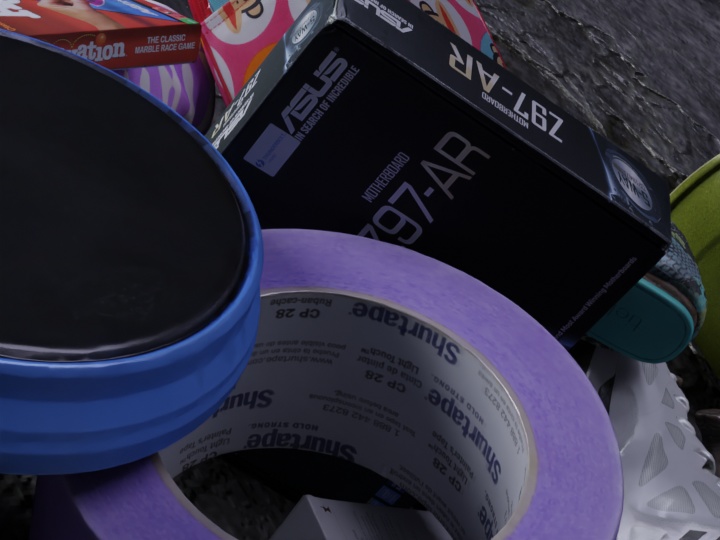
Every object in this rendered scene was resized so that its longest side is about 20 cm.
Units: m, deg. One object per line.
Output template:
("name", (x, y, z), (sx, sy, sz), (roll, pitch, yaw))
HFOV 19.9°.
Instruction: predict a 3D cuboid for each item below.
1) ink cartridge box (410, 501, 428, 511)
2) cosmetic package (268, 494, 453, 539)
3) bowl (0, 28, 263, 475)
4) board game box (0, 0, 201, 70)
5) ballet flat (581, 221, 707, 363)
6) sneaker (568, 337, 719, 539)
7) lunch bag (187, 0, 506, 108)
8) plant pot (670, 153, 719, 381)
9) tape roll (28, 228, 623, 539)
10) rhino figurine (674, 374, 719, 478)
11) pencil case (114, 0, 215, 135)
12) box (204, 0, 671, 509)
("ink cartridge box", (0.055, 0.089, 0.929), (0.200, 0.039, 0.099), (48, 28, 17))
("cosmetic package", (0.031, 0.178, 0.750), (0.082, 0.051, 0.201), (15, 36, -40))
("bowl", (-0.125, -0.017, 0.672), (0.199, 0.040, 0.201), (16, 34, -11))
("board game box", (-0.170, -0.119, 0.853), (0.199, 0.020, 0.102), (26, 26, 38))
("ballet flat", (0.057, -0.031, 0.850), (0.199, 0.074, 0.074), (32, 28, -16))
("sneaker", (0.128, 0.091, 0.879), (0.115, 0.076, 0.201), (26, 38, -3))
("lunch bag", (0.019, -0.078, 0.958), (0.176, 0.082, 0.202), (-10, 73, -55))
("plant pot", (0.284, 0.038, 1.163), (0.199, 0.200, 0.194), (12, 51, -44))
("tape roll", (-0.014, 0.082, 0.714), (0.198, 0.085, 0.201), (8, 41, -7))
("rhino figurine", (0.171, 0.105, 0.934), (0.059, 0.088, 0.200), (-4, 7, -21))
("pencil case", (-0.129, -0.060, 0.865), (0.086, 0.083, 0.200), (67, 26, -9))
("box", (0.000, 0.000, 0.808), (0.160, 0.200, 0.044), (33, 32, -16))
